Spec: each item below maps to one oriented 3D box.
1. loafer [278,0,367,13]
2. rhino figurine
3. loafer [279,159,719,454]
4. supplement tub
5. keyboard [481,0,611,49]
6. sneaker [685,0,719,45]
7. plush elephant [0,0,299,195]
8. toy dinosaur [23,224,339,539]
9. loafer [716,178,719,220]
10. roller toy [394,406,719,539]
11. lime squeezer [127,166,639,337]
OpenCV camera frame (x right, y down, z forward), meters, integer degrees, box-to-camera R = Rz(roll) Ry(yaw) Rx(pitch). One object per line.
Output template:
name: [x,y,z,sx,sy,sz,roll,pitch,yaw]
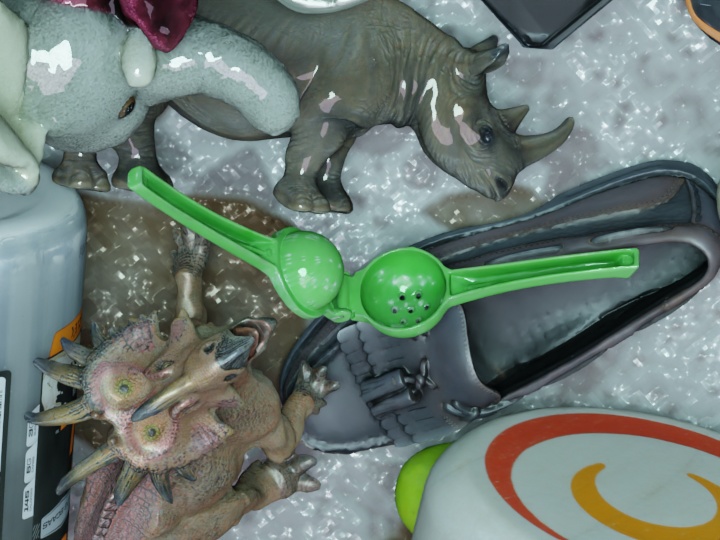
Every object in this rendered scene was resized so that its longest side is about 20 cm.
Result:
loafer: [0.050,-0.159,1.043,0.199,0.063,0.072,-23,103,4]
rhino figurine: [-0.016,-0.066,1.074,0.199,0.060,0.088,5,94,-3]
loafer: [0.055,0.019,1.105,0.199,0.063,0.072,-27,108,11]
supplement tub: [-0.172,0.059,1.092,0.122,0.123,0.201,6,112,-1]
keyboard: [0.103,-0.177,0.991,0.200,0.040,0.104,-39,105,17]
sneaker: [0.205,-0.150,1.016,0.112,0.078,0.200,42,120,13]
plush elephant: [-0.080,-0.104,0.955,0.199,0.165,0.155,2,115,10]
toy dinosaur: [-0.077,0.074,1.072,0.086,0.136,0.201,24,123,16]
loafer: [0.228,-0.042,1.027,0.199,0.068,0.076,-26,111,16]
roller toy: [0.103,0.151,1.088,0.182,0.200,0.140,8,112,-9]
lime squeezer: [0.000,0.000,1.055,0.199,0.071,0.038,10,76,-17]
